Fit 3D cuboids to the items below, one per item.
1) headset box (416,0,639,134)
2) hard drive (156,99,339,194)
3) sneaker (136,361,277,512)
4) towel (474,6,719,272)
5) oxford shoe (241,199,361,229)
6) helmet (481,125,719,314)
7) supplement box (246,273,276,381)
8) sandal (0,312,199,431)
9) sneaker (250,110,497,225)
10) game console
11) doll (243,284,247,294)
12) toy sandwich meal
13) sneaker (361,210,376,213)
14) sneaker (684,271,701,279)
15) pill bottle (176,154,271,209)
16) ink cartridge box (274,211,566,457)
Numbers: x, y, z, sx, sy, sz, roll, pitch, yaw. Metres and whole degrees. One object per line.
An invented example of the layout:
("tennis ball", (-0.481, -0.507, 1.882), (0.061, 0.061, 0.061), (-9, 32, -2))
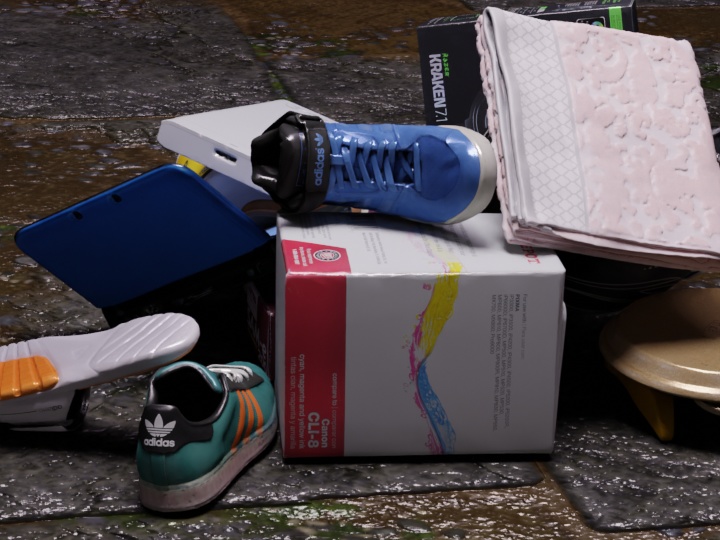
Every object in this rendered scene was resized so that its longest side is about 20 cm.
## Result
("headset box", (0.160, -0.139, 1.873), (0.199, 0.175, 0.093), (-4, 11, 10))
("hard drive", (-0.067, -0.105, 1.854), (0.132, 0.026, 0.200), (25, 19, 21))
("sneaker", (-0.105, 0.094, 1.520), (0.071, 0.080, 0.200), (1, 19, 12))
("towel", (0.182, -0.098, 1.600), (0.190, 0.032, 0.201), (7, 58, -24))
("oxford shoe", (-0.023, -0.043, 1.854), (0.200, 0.071, 0.071), (7, -28, -34))
("helmet", (0.192, -0.061, 1.726), (0.191, 0.200, 0.200), (39, 17, -10))
("supplement box", (0.016, 0.039, 1.720), (0.199, 0.061, 0.109), (-2, 18, -11))
("sandal", (-0.203, 0.085, 1.556), (0.206, 0.059, 0.079), (-12, 26, 21))
("sneaker", (0.000, -0.073, 1.566), (0.111, 0.077, 0.200), (-2, 10, -39))
("game console", (-0.139, -0.037, 1.719), (0.200, 0.119, 0.171), (-19, 12, 38))
("doll", (0.000, 0.000, 1.811), (0.199, 0.049, 0.136), (-3, -14, -14))
("toy sandwich meal", (0.269, 0.073, 1.645), (0.204, 0.070, 0.205), (1, 22, 0))
("sneaker", (0.044, -0.048, 1.729), (0.080, 0.075, 0.200), (21, 24, -3))
("sneaker", (0.197, -0.009, 1.849), (0.199, 0.080, 0.130), (8, 22, 19))
("pill bottle", (-0.109, -0.072, 1.952), (0.112, 0.113, 0.200), (-2, 19, -10))
("ink cartridge box", (0.040, 0.044, 1.580), (0.199, 0.145, 0.145), (0, 18, -5))
